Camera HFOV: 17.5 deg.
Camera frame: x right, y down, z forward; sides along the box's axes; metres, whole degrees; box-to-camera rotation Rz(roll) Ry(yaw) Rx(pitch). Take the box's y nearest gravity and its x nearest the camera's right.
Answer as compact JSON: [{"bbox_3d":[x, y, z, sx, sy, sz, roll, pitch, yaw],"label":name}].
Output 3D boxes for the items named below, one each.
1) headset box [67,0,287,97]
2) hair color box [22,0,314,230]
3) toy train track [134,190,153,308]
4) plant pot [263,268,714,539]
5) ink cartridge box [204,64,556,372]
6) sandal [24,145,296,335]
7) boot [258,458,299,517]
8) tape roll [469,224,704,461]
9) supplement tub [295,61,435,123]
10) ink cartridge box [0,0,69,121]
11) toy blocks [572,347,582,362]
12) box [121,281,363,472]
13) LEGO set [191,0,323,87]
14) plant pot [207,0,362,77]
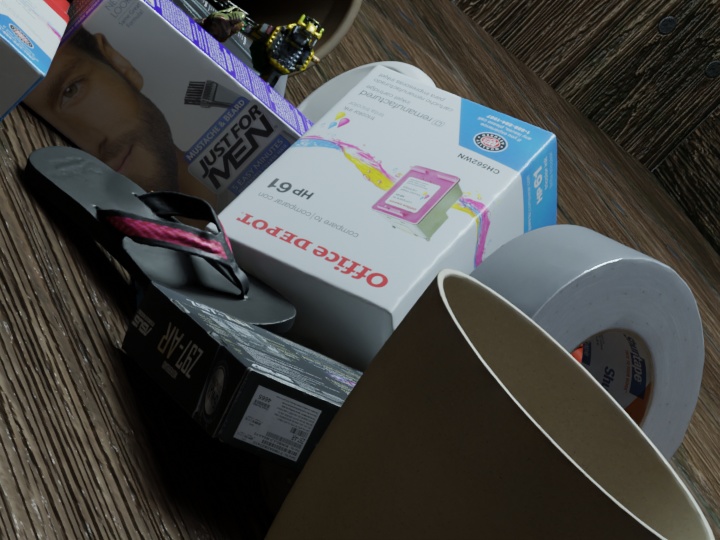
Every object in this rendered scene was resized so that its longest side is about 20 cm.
[{"bbox_3d":[-0.140,-0.165,1.832,0.200,0.077,0.149,41,13,-10],"label":"headset box"},{"bbox_3d":[-0.128,-0.107,1.601,0.200,0.109,0.065,40,15,-22],"label":"hair color box"},{"bbox_3d":[-0.121,-0.001,1.455,0.115,0.033,0.200,40,14,-22],"label":"toy train track"},{"bbox_3d":[0.034,0.134,1.129,0.187,0.200,0.187,43,13,-12],"label":"plant pot"},{"bbox_3d":[0.015,-0.027,1.496,0.144,0.200,0.085,23,-40,25],"label":"ink cartridge box"},{"bbox_3d":[-0.121,-0.026,1.413,0.200,0.045,0.075,37,27,18],"label":"sandal"},{"bbox_3d":[0.043,0.175,1.345,0.186,0.064,0.200,37,3,34],"label":"boot"},{"bbox_3d":[0.127,0.075,1.481,0.066,0.200,0.200,27,-4,45],"label":"tape roll"},{"bbox_3d":[0.035,-0.049,1.810,0.200,0.140,0.140,55,4,-36],"label":"supplement tub"},{"bbox_3d":[-0.252,-0.163,1.474,0.116,0.067,0.200,43,12,-14],"label":"ink cartridge box"},{"bbox_3d":[0.172,0.089,1.883,0.100,0.137,0.200,52,14,30],"label":"toy blocks"},{"bbox_3d":[-0.019,0.081,1.313,0.200,0.044,0.160,24,5,-30],"label":"box"},{"bbox_3d":[-0.114,-0.164,1.684,0.200,0.154,0.116,43,-17,-17],"label":"LEGO set"},{"bbox_3d":[-0.115,-0.275,2.087,0.200,0.200,0.175,39,-6,-25],"label":"plant pot"}]
